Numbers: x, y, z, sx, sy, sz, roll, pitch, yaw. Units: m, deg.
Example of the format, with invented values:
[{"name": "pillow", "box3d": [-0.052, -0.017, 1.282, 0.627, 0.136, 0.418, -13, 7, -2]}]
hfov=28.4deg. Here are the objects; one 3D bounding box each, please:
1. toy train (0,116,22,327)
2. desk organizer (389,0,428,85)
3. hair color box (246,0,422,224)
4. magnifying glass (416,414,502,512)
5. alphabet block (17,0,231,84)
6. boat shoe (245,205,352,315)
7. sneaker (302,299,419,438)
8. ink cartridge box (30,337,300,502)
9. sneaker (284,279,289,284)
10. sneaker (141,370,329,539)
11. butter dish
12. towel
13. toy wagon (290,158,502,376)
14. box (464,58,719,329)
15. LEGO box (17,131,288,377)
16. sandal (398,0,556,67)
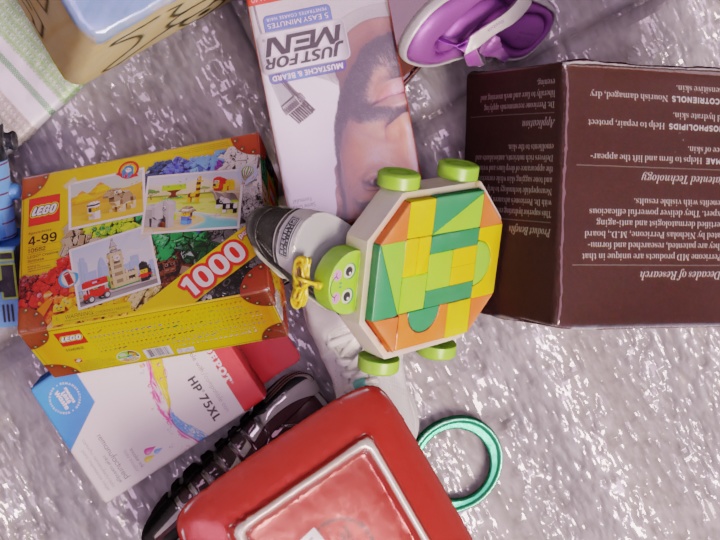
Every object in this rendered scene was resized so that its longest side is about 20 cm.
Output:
[{"name": "toy train", "box3d": [-0.329, -0.045, 1.153, 0.113, 0.087, 0.202, -4, 105, -7]}, {"name": "desk organizer", "box3d": [0.032, -0.205, 1.185, 0.077, 0.072, 0.200, 42, 90, -4]}, {"name": "hair color box", "box3d": [-0.020, -0.137, 1.119, 0.110, 0.064, 0.202, -12, 93, -1]}, {"name": "magnifying glass", "box3d": [0.042, 0.207, 1.240, 0.200, 0.022, 0.080, -43, 97, 2]}, {"name": "alphabet block", "box3d": [-0.182, -0.280, 1.079, 0.195, 0.200, 0.197, -31, 95, -15]}, {"name": "boat shoe", "box3d": [-0.011, -0.001, 1.094, 0.200, 0.063, 0.071, 36, 77, -48]}, {"name": "sneaker", "box3d": [0.004, 0.087, 1.166, 0.075, 0.089, 0.201, -16, 114, 13]}, {"name": "ink cartridge box", "box3d": [-0.159, 0.087, 1.192, 0.199, 0.067, 0.117, -34, 96, -2]}, {"name": "sneaker", "box3d": [0.000, 0.000, 1.197, 0.198, 0.071, 0.084, -5, 89, -7]}, {"name": "sneaker", "box3d": [-0.083, 0.191, 1.205, 0.200, 0.076, 0.116, -44, 99, -1]}, {"name": "butter dish", "box3d": [-0.034, 0.221, 1.129, 0.199, 0.148, 0.201, -32, 95, -20]}, {"name": "towel", "box3d": [-0.302, -0.189, 1.179, 0.200, 0.031, 0.149, -44, 96, 0]}, {"name": "toy wagon", "box3d": [0.031, 0.001, 1.061, 0.199, 0.039, 0.157, -12, 114, -46]}, {"name": "box", "box3d": [0.188, -0.062, 1.142, 0.163, 0.166, 0.202, -1, 95, -23]}, {"name": "LEGO box", "box3d": [-0.163, -0.012, 1.131, 0.198, 0.077, 0.150, -11, 59, 6]}, {"name": "sandal", "box3d": [0.107, -0.192, 1.135, 0.050, 0.202, 0.083, 43, 123, 23]}]
